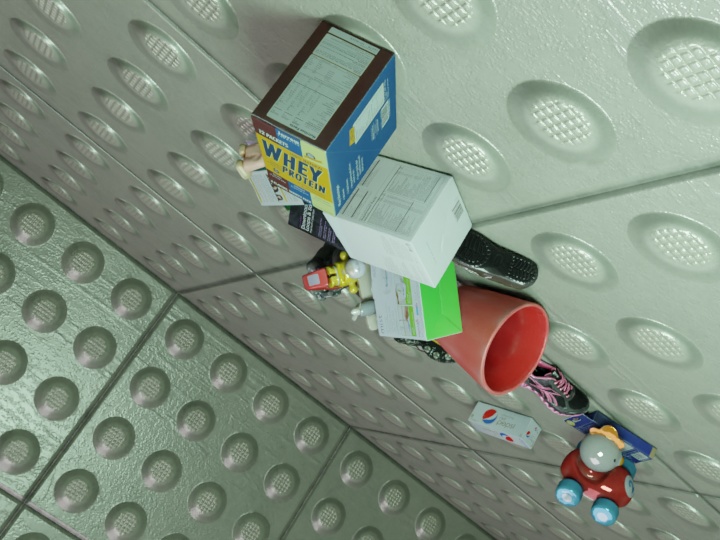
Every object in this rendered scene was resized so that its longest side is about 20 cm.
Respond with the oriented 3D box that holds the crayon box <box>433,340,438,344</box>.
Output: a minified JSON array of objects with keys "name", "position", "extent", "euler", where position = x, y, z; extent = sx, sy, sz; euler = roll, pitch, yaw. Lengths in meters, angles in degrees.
[{"name":"crayon box","position":[0.209,0.126,2.007],"extent":[0.125,0.052,0.200],"euler":[31,160,9]}]

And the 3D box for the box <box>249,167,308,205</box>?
[{"name":"box","position":[-0.151,-0.178,1.713],"extent":[0.199,0.049,0.083],"euler":[5,126,54]}]

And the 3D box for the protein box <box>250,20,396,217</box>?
[{"name":"protein box","position":[-0.049,-0.234,1.340],"extent":[0.134,0.201,0.199],"euler":[28,160,15]}]

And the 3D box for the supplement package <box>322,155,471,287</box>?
[{"name":"supplement package","position":[0.070,-0.095,1.555],"extent":[0.199,0.151,0.152],"euler":[20,157,33]}]

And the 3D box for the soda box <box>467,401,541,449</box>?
[{"name":"soda box","position":[0.404,0.434,2.395],"extent":[0.199,0.068,0.064],"euler":[11,151,48]}]

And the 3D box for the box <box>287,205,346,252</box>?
[{"name":"box","position":[-0.057,-0.126,1.744],"extent":[0.199,0.036,0.144],"euler":[26,122,27]}]

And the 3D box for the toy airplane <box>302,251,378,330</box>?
[{"name":"toy airplane","position":[0.000,0.000,1.822],"extent":[0.199,0.200,0.141],"euler":[33,173,1]}]

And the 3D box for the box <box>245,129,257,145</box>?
[{"name":"box","position":[-0.149,-0.249,1.710],"extent":[0.199,0.042,0.039],"euler":[16,155,39]}]

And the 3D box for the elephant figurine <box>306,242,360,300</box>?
[{"name":"elephant figurine","position":[-0.014,0.004,1.965],"extent":[0.198,0.157,0.141],"euler":[-5,-173,27]}]

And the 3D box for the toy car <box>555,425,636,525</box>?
[{"name":"toy car","position":[0.571,0.448,1.986],"extent":[0.176,0.184,0.201],"euler":[26,130,20]}]

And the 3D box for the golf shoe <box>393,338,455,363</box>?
[{"name":"golf shoe","position":[0.183,0.183,2.181],"extent":[0.199,0.078,0.088],"euler":[23,178,34]}]

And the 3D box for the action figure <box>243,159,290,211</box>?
[{"name":"action figure","position":[-0.175,-0.176,1.914],"extent":[0.117,0.055,0.200],"euler":[16,158,35]}]

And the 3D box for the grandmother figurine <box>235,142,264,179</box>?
[{"name":"grandmother figurine","position":[-0.149,-0.236,1.640],"extent":[0.199,0.122,0.060],"euler":[-7,163,34]}]

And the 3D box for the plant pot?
[{"name":"plant pot","position":[0.258,0.127,1.748],"extent":[0.177,0.201,0.201],"euler":[30,164,45]}]

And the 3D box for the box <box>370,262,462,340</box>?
[{"name":"box","position":[0.106,0.033,1.720],"extent":[0.176,0.096,0.202],"euler":[-4,94,60]}]

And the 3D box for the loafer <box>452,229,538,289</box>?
[{"name":"loafer","position":[0.235,-0.012,1.602],"extent":[0.199,0.073,0.071],"euler":[29,159,15]}]

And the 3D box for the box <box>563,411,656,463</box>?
[{"name":"box","position":[0.597,0.394,2.045],"extent":[0.199,0.033,0.121],"euler":[32,160,3]}]

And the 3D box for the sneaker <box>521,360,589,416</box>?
[{"name":"sneaker","position":[0.439,0.258,1.934],"extent":[0.199,0.079,0.096],"euler":[31,149,4]}]
